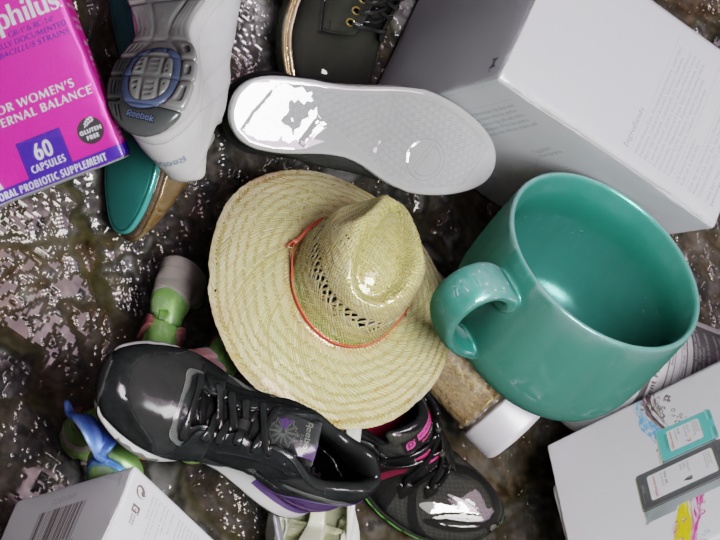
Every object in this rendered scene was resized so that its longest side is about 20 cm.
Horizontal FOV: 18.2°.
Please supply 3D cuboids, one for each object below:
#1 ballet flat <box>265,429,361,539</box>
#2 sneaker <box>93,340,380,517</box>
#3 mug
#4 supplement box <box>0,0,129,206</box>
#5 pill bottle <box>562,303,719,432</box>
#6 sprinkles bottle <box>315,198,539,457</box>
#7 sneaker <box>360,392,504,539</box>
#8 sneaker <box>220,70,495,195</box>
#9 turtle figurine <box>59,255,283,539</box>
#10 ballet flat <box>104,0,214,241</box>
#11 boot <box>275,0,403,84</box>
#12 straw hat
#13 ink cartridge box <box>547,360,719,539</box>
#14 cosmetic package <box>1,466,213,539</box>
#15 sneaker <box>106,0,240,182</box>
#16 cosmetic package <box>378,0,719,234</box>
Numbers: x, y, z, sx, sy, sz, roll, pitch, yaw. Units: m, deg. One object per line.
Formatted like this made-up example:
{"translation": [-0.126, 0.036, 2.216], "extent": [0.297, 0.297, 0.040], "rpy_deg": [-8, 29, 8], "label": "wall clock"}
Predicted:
{"translation": [-0.033, 0.165, 1.542], "extent": [0.069, 0.069, 0.201], "rpy_deg": [-4, 109, -28], "label": "ballet flat"}
{"translation": [-0.069, 0.093, 1.396], "extent": [0.200, 0.087, 0.076], "rpy_deg": [28, 66, -37], "label": "sneaker"}
{"translation": [0.124, 0.021, 1.533], "extent": [0.184, 0.115, 0.153], "rpy_deg": [23, 43, -17], "label": "mug"}
{"translation": [-0.232, -0.150, 1.459], "extent": [0.101, 0.103, 0.201], "rpy_deg": [-22, 95, -2], "label": "supplement box"}
{"translation": [0.211, 0.081, 1.683], "extent": [0.199, 0.111, 0.111], "rpy_deg": [21, 76, -25], "label": "pill bottle"}
{"translation": [0.048, 0.040, 1.599], "extent": [0.200, 0.068, 0.068], "rpy_deg": [46, 66, 0], "label": "sprinkles bottle"}
{"translation": [0.029, 0.128, 1.598], "extent": [0.200, 0.084, 0.077], "rpy_deg": [42, 69, -18], "label": "sneaker"}
{"translation": [-0.008, -0.101, 1.560], "extent": [0.199, 0.099, 0.071], "rpy_deg": [10, 96, -20], "label": "sneaker"}
{"translation": [-0.121, 0.102, 1.507], "extent": [0.200, 0.143, 0.194], "rpy_deg": [48, 49, -30], "label": "turtle figurine"}
{"translation": [-0.135, -0.119, 1.552], "extent": [0.072, 0.068, 0.201], "rpy_deg": [5, 79, -46], "label": "ballet flat"}
{"translation": [0.012, -0.186, 1.575], "extent": [0.077, 0.138, 0.201], "rpy_deg": [-5, 96, -41], "label": "boot"}
{"translation": [0.000, 0.000, 1.487], "extent": [0.200, 0.085, 0.202], "rpy_deg": [16, 54, -24], "label": "straw hat"}
{"translation": [0.260, 0.172, 1.596], "extent": [0.147, 0.199, 0.146], "rpy_deg": [46, 24, -40], "label": "ink cartridge box"}
{"translation": [-0.130, 0.222, 1.428], "extent": [0.200, 0.113, 0.081], "rpy_deg": [47, 42, -28], "label": "cosmetic package"}
{"translation": [-0.117, -0.145, 1.490], "extent": [0.087, 0.074, 0.201], "rpy_deg": [69, 28, -48], "label": "sneaker"}
{"translation": [0.145, -0.122, 1.615], "extent": [0.199, 0.199, 0.123], "rpy_deg": [31, 73, -23], "label": "cosmetic package"}
